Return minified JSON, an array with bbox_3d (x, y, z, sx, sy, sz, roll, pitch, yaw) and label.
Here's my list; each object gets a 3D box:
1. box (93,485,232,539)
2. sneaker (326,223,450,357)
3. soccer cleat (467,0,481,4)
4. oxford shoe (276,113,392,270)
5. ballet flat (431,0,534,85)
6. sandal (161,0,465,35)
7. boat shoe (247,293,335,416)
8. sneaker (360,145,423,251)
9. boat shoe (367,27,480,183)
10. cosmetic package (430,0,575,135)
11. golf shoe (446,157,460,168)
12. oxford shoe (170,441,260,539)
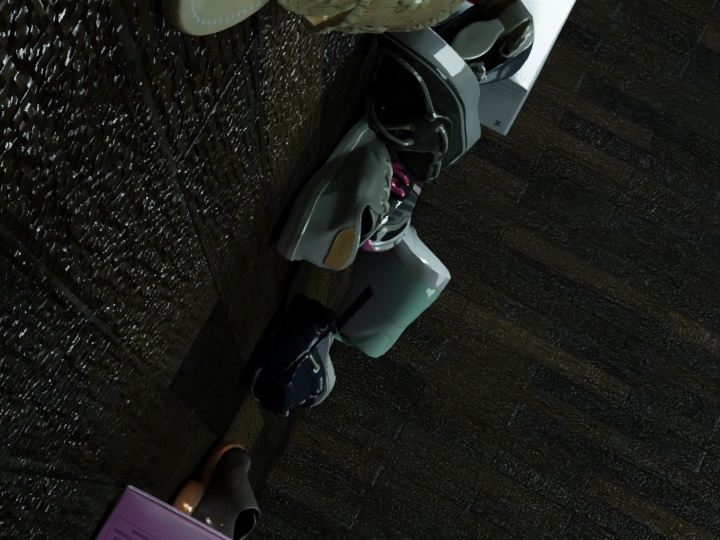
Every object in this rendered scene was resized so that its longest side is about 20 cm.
[{"bbox_3d":[-0.156,0.260,0.703,0.200,0.096,0.176,-62,178,-21],"label":"box"},{"bbox_3d":[0.000,0.000,1.002,0.118,0.074,0.200,-51,-153,11],"label":"sneaker"},{"bbox_3d":[0.112,-0.263,0.883,0.073,0.068,0.200,-58,180,6],"label":"soccer cleat"},{"bbox_3d":[-0.004,-0.058,0.810,0.200,0.058,0.075,-62,175,-57],"label":"oxford shoe"},{"bbox_3d":[0.102,-0.187,0.893,0.200,0.073,0.073,-34,159,-42],"label":"ballet flat"},{"bbox_3d":[0.011,-0.117,0.376,0.078,0.070,0.212,-64,177,30],"label":"sandal"},{"bbox_3d":[-0.074,0.106,1.065,0.093,0.075,0.200,-55,166,-29],"label":"boat shoe"},{"bbox_3d":[0.029,-0.096,0.934,0.200,0.074,0.088,-56,167,-47],"label":"sneaker"},{"bbox_3d":[0.041,-0.111,0.757,0.064,0.071,0.200,-49,160,-4],"label":"boat shoe"},{"bbox_3d":[0.136,-0.241,1.036,0.200,0.113,0.081,-63,178,-29],"label":"cosmetic package"},{"bbox_3d":[0.126,-0.222,1.583,0.094,0.078,0.200,-34,155,-45],"label":"golf shoe"},{"bbox_3d":[-0.129,0.221,1.026,0.071,0.073,0.200,-63,177,15],"label":"oxford shoe"}]
